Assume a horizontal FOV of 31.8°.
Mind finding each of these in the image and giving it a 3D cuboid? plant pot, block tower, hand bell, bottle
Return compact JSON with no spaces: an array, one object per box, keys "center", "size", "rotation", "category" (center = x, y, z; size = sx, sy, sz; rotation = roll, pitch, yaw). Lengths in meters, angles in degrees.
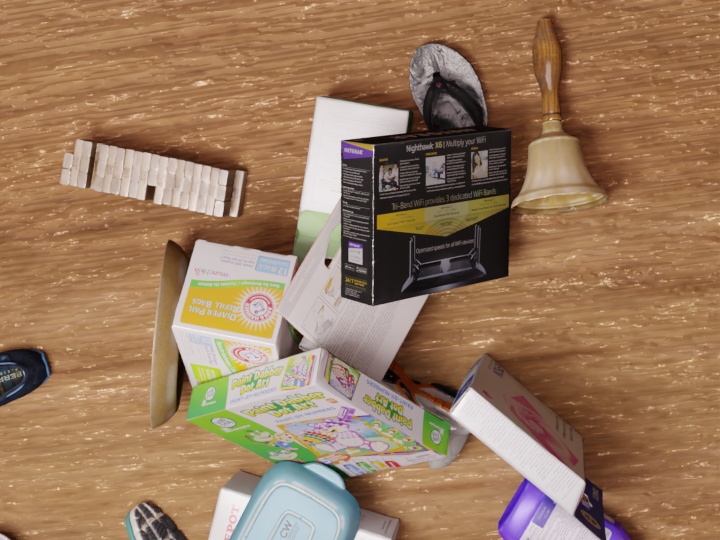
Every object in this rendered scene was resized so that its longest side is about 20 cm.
[{"center":[-0.201,0.068,1.350],"size":[0.027,0.200,0.203],"rotation":[4,95,-5],"category":"plant pot"},{"center":[-0.230,-0.104,1.410],"size":[0.198,0.058,0.055],"rotation":[11,97,6],"category":"block tower"},{"center":[0.202,-0.168,1.339],"size":[0.103,0.104,0.203],"rotation":[-5,82,8],"category":"hand bell"},{"center":[0.249,0.303,1.368],"size":[0.199,0.065,0.084],"rotation":[31,99,5],"category":"bottle"}]

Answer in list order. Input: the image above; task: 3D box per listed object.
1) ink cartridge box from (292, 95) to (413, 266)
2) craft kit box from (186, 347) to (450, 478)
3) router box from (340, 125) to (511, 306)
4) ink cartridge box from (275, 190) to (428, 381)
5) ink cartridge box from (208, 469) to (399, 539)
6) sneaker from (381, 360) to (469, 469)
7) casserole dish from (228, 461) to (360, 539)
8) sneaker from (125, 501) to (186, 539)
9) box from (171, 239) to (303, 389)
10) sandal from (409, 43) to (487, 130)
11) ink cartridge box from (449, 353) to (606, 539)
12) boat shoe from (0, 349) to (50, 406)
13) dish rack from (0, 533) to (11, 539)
[{"center":[-0.010,-0.083,1.378],"size":[0.103,0.059,0.202],"rotation":[10,96,6],"category":"ink cartridge box"},{"center":[-0.043,0.155,1.306],"size":[0.199,0.197,0.049],"rotation":[-20,47,41],"category":"craft kit box"},{"center":[0.069,-0.060,1.278],"size":[0.052,0.199,0.159],"rotation":[14,108,47],"category":"router box"},{"center":[0.000,0.000,1.295],"size":[0.044,0.176,0.201],"rotation":[12,66,46],"category":"ink cartridge box"},{"center":[-0.072,0.327,1.406],"size":[0.198,0.084,0.147],"rotation":[16,96,7],"category":"ink cartridge box"},{"center":[0.027,0.153,1.387],"size":[0.199,0.076,0.093],"rotation":[27,109,10],"category":"sneaker"},{"center":[-0.082,0.301,1.344],"size":[0.120,0.039,0.201],"rotation":[28,95,5],"category":"casserole dish"},{"center":[-0.229,0.366,1.439],"size":[0.079,0.077,0.202],"rotation":[-21,88,22],"category":"sneaker"},{"center":[-0.120,0.067,1.324],"size":[0.111,0.201,0.102],"rotation":[9,62,7],"category":"box"},{"center":[0.107,-0.151,1.362],"size":[0.075,0.048,0.203],"rotation":[-18,92,9],"category":"sandal"},{"center":[0.186,0.177,1.301],"size":[0.199,0.196,0.043],"rotation":[39,100,3],"category":"ink cartridge box"},{"center":[-0.459,0.134,1.453],"size":[0.199,0.069,0.085],"rotation":[-27,90,9],"category":"boat shoe"},{"center":[-0.408,0.419,1.482],"size":[0.200,0.044,0.172],"rotation":[42,98,3],"category":"dish rack"}]
